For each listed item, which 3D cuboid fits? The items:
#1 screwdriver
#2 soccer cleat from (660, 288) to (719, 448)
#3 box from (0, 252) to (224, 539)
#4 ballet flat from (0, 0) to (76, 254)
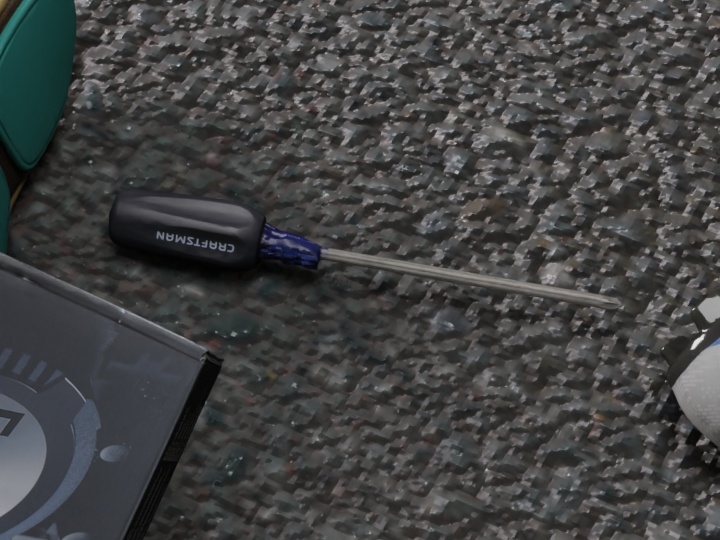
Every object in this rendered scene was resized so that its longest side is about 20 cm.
[{"bbox_3d":[0.000,0.000,0.926,0.200,0.028,0.029,15,82,6],"label":"screwdriver"},{"bbox_3d":[0.201,0.013,0.914,0.200,0.070,0.086,-35,77,-26],"label":"soccer cleat"},{"bbox_3d":[-0.157,0.083,0.757,0.160,0.044,0.200,25,87,6],"label":"box"},{"bbox_3d":[-0.158,-0.044,0.926,0.063,0.069,0.200,-2,48,12],"label":"ballet flat"}]
